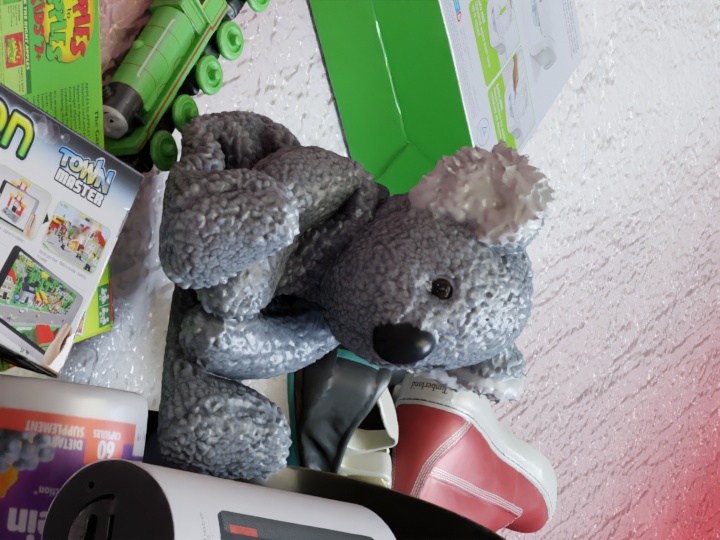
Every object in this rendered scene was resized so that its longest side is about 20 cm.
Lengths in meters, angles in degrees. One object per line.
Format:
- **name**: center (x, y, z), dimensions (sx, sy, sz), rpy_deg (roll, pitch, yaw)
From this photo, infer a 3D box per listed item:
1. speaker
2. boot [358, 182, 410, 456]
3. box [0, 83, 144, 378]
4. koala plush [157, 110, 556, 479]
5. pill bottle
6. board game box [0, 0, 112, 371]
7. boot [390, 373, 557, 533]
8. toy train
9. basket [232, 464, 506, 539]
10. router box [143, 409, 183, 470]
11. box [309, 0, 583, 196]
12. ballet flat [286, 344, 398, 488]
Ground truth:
- **speaker**: center (-0.064, 0.141, 1.367), dimensions (0.200, 0.081, 0.082), rpy_deg (19, 78, -55)
- **boot**: center (-0.016, 0.070, 1.728), dimensions (0.165, 0.065, 0.201), rpy_deg (-44, 136, -49)
- **box**: center (-0.196, -0.039, 1.313), dimensions (0.200, 0.035, 0.110), rpy_deg (34, 73, -43)
- **koala plush**: center (0.000, 0.000, 1.496), dimensions (0.184, 0.199, 0.178), rpy_deg (-85, 178, -59)
- **pill bottle**: center (-0.169, 0.153, 1.382), dimensions (0.111, 0.111, 0.201), rpy_deg (13, 82, -62)
- **board game box**: center (-0.173, -0.060, 1.409), dimensions (0.102, 0.047, 0.201), rpy_deg (-23, 115, -60)
- **boot**: center (0.057, 0.164, 1.753), dimensions (0.200, 0.072, 0.145), rpy_deg (44, 57, -58)
- **toy train**: center (-0.094, -0.131, 1.562), dimensions (0.056, 0.042, 0.200), rpy_deg (59, 43, -35)
- **basket**: center (-0.014, 0.227, 1.540), dimensions (0.136, 0.180, 0.201), rpy_deg (1, 104, -53)
- **router box**: center (-0.114, 0.178, 1.556), dimensions (0.157, 0.052, 0.201), rpy_deg (19, 77, -63)
- **box**: center (0.056, -0.173, 1.780), dimensions (0.177, 0.096, 0.201), rpy_deg (-57, 141, -44)
- **ballet flat**: center (-0.014, 0.108, 1.642), dimensions (0.200, 0.068, 0.068), rpy_deg (99, -6, -58)
